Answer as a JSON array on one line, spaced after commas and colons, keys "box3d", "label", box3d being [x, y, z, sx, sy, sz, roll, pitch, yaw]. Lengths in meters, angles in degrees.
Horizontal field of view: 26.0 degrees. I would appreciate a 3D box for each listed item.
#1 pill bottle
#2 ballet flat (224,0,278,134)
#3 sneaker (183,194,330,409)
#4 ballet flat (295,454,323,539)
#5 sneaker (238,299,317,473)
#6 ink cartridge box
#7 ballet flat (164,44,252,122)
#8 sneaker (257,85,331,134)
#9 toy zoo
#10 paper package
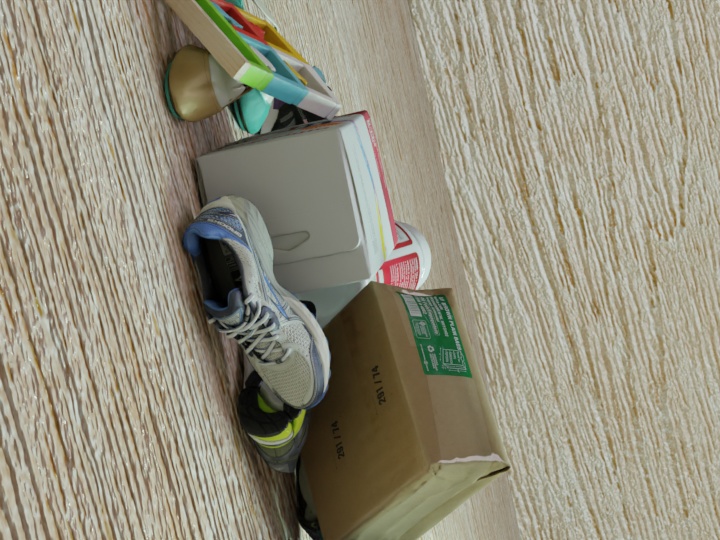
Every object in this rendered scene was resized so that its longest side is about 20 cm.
[{"box3d": [0.000, 0.000, 1.712, 0.200, 0.112, 0.113, -18, 97, -62], "label": "pill bottle"}, {"box3d": [-0.112, -0.220, 1.579, 0.068, 0.070, 0.201, -93, 168, -46], "label": "ballet flat"}, {"box3d": [-0.099, 0.037, 1.352, 0.201, 0.077, 0.085, 61, 26, -3], "label": "sneaker"}, {"box3d": [-0.039, 0.182, 1.578, 0.072, 0.072, 0.201, 65, 15, -55], "label": "ballet flat"}, {"box3d": [-0.077, 0.104, 1.467, 0.201, 0.073, 0.081, -81, 169, -49], "label": "sneaker"}, {"box3d": [-0.057, -0.063, 1.500, 0.200, 0.144, 0.146, -56, 134, -77], "label": "ink cartridge box"}, {"box3d": [-0.131, -0.183, 1.448, 0.200, 0.063, 0.069, -67, 145, -73], "label": "ballet flat"}, {"box3d": [-0.063, -0.142, 1.722, 0.201, 0.087, 0.076, -91, 166, -45], "label": "sneaker"}, {"box3d": [-0.093, -0.203, 1.453, 0.131, 0.020, 0.200, 50, 17, 25], "label": "toy zoo"}, {"box3d": [0.029, 0.141, 1.485, 0.103, 0.191, 0.201, 6, 54, -36], "label": "paper package"}]
